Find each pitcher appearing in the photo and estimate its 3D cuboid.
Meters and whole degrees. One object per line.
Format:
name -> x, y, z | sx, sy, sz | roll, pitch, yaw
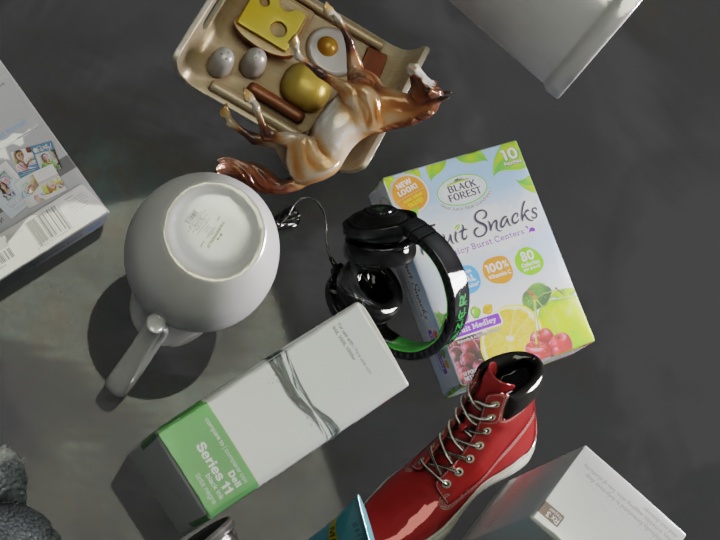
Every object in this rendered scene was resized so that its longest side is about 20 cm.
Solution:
pitcher -> -0.145, 0.016, 1.217 | 0.121, 0.200, 0.172 | 31, 70, -5

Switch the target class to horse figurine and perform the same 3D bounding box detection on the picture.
horse figurine -> -0.037, -0.133, 1.320 | 0.200, 0.050, 0.133 | -44, 102, 11

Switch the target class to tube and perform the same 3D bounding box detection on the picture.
tube -> -0.016, 0.229, 1.192 | 0.050, 0.200, 0.078 | -18, 78, -21

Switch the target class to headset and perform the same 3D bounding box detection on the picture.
headset -> 0.000, 0.000, 1.310 | 0.200, 0.124, 0.094 | 35, 36, 26

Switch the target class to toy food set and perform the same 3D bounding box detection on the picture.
toy food set -> -0.053, -0.196, 1.380 | 0.199, 0.060, 0.144 | 30, 69, -7

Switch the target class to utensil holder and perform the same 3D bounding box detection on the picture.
utensil holder -> 0.163, -0.289, 1.414 | 0.200, 0.170, 0.170 | 39, 68, 0

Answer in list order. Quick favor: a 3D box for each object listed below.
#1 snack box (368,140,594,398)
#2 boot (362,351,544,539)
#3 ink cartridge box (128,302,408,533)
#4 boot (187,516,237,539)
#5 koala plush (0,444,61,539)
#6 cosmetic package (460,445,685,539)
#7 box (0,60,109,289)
snack box -> 0.109, -0.003, 1.375 | 0.142, 0.053, 0.201 | -16, 79, -21
boot -> 0.073, 0.149, 1.265 | 0.200, 0.145, 0.072 | -35, 60, -25
ink cartridge box -> -0.076, 0.121, 1.235 | 0.200, 0.147, 0.083 | -32, 87, -21
boot -> -0.108, 0.321, 1.219 | 0.174, 0.069, 0.200 | 37, 72, -9
koala plush -> -0.305, 0.240, 1.131 | 0.199, 0.184, 0.178 | -25, 83, -33
cosmetic package -> 0.167, 0.223, 1.247 | 0.113, 0.200, 0.081 | 42, 67, -1
box -> -0.333, -0.085, 1.276 | 0.156, 0.041, 0.200 | -35, 87, -23
